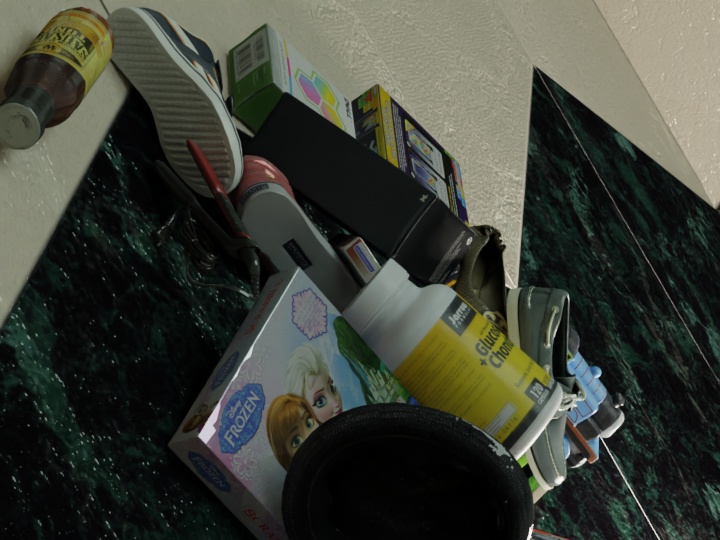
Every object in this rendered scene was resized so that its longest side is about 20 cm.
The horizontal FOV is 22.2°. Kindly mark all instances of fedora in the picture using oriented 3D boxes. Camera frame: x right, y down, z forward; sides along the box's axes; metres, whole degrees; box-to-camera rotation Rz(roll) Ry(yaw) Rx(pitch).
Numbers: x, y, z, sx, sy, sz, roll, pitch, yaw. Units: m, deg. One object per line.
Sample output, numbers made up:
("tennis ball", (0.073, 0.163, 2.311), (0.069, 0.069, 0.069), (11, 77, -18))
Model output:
("fedora", (0.039, 0.180, 1.468), (0.201, 0.200, 0.092), (53, 13, -11))

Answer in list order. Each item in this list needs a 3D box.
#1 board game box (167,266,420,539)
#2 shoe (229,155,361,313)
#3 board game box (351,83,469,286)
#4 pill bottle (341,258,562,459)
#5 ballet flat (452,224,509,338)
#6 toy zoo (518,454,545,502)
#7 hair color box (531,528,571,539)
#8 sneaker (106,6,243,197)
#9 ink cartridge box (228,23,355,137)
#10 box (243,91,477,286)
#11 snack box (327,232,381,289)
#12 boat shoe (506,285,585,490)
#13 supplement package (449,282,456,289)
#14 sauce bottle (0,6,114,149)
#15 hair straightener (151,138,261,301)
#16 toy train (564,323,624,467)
("board game box", (-0.042, 0.136, 1.525), (0.200, 0.041, 0.201), (48, 47, -22))
("shoe", (-0.060, -0.019, 1.744), (0.201, 0.071, 0.091), (58, 4, -31))
("board game box", (0.056, -0.092, 2.108), (0.165, 0.057, 0.201), (40, 28, -33))
("pill bottle", (0.076, 0.085, 1.647), (0.200, 0.112, 0.112), (41, 23, -1))
("ballet flat", (0.127, 0.015, 1.833), (0.067, 0.046, 0.201), (44, 25, -24))
("toy zoo", (0.149, 0.158, 2.024), (0.201, 0.020, 0.131), (59, 22, 3))
("hair color box", (0.126, 0.318, 1.523), (0.063, 0.111, 0.202), (0, 92, -23))
("sneaker", (-0.158, -0.162, 1.714), (0.201, 0.078, 0.079), (60, 28, 8))
("ink cartridge box", (-0.055, -0.159, 1.954), (0.200, 0.059, 0.104), (41, 27, -36))
("box", (0.001, -0.075, 1.802), (0.199, 0.079, 0.141), (36, -3, 26))
("snack box", (0.000, 0.000, 1.802), (0.072, 0.024, 0.200), (55, -4, -6))
("boat shoe", (0.186, 0.114, 1.786), (0.073, 0.061, 0.202), (-21, 103, -72))
("supplement package", (0.094, 0.106, 1.856), (0.156, 0.110, 0.200), (59, 21, 1))
("sauce bottle", (-0.255, -0.158, 1.521), (0.066, 0.066, 0.200), (50, 22, -19))
("hair straightener", (-0.140, -0.033, 1.598), (0.200, 0.077, 0.041), (57, -3, 41))
("toy train", (0.206, 0.124, 2.006), (0.200, 0.114, 0.087), (52, 23, -13))
